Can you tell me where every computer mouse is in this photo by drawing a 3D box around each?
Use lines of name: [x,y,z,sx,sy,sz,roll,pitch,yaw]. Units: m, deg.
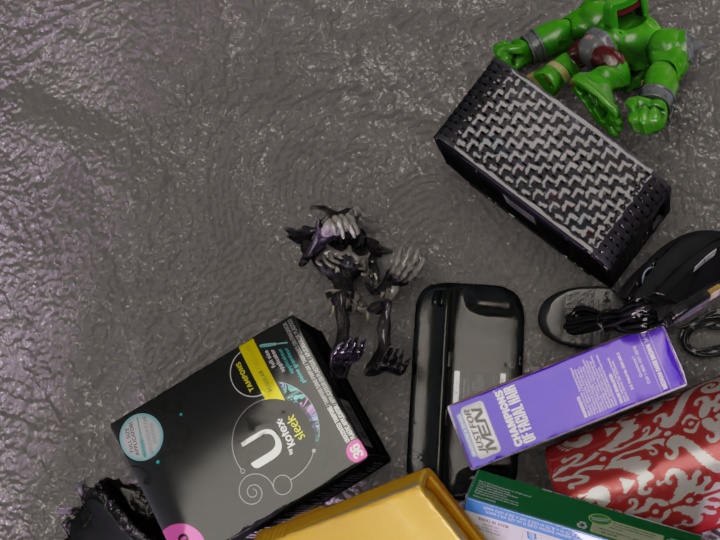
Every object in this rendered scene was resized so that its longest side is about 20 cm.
computer mouse: [0.262,0.048,1.430,0.197,0.034,0.059,5,92,5]
computer mouse: [0.278,0.003,1.347,0.198,0.140,0.047,-23,97,-21]

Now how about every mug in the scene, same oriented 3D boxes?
mug: [0.275,0.191,1.344,0.198,0.134,0.179,-20,57,11]

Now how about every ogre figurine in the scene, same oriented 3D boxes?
ogre figurine: [0.228,-0.194,1.429,0.120,0.199,0.099,-40,115,-17]

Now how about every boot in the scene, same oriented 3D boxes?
boot: [-0.219,0.303,1.435,0.198,0.073,0.163,43,110,20]

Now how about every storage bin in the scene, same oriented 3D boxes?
storage bin: [0.175,-0.086,1.411,0.199,0.135,0.094,37,89,14]

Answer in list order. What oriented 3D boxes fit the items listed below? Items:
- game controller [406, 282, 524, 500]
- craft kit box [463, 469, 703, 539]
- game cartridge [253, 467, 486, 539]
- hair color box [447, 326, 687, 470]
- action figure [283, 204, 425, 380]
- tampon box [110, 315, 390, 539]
game controller: [0.098,0.112,1.449,0.103,0.042,0.203,4,82,-3]
craft kit box: [0.177,0.284,1.336,0.198,0.049,0.199,16,123,13]
game cartridge: [0.028,0.266,1.342,0.199,0.033,0.177,-24,112,35]
hair color box: [0.179,0.111,1.363,0.198,0.109,0.065,-24,82,3]
action figure: [0.000,0.000,1.424,0.102,0.118,0.202,-47,41,38]
tampon box: [-0.098,0.160,1.428,0.199,0.126,0.151,-32,76,4]
